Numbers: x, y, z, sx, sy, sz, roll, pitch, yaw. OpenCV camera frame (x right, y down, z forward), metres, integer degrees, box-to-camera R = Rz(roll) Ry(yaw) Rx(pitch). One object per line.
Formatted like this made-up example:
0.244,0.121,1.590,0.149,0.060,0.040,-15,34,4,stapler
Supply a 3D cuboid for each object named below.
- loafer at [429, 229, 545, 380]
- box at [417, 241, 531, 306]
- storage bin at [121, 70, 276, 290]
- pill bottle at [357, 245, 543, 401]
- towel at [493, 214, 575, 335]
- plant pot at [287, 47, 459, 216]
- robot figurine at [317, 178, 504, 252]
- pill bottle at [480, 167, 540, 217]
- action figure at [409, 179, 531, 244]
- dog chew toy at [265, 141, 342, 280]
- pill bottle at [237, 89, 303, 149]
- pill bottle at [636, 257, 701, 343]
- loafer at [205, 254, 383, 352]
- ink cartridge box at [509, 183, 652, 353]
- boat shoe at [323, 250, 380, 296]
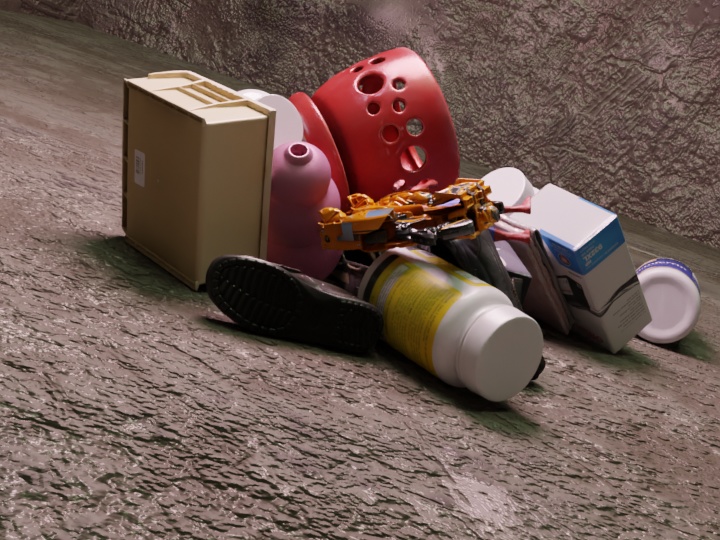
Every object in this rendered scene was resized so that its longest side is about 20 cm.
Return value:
0.162,0.031,1.336,0.072,0.201,0.073,-34,8,-21,loafer
0.125,0.015,1.473,0.131,0.116,0.200,16,12,-6,box
-0.196,-0.108,1.344,0.093,0.202,0.198,-13,29,-37,storage bin
0.095,0.056,1.257,0.114,0.115,0.200,7,16,-40,pill bottle
0.210,-0.016,1.648,0.191,0.032,0.201,33,-22,50,towel
0.007,-0.163,1.498,0.181,0.202,0.200,-22,24,-11,plant pot
0.059,-0.060,1.290,0.198,0.059,0.145,-6,14,29,robot figurine
0.249,-0.055,1.754,0.113,0.113,0.200,33,-13,51,pill bottle
0.104,-0.072,1.406,0.198,0.066,0.099,2,22,5,action figure
-0.076,-0.070,1.370,0.123,0.201,0.125,3,50,-4,dog chew toy
-0.155,-0.157,1.447,0.112,0.114,0.199,8,-11,-35,pill bottle
0.478,0.042,1.839,0.115,0.117,0.200,20,12,12,pill bottle
-0.075,0.036,1.241,0.199,0.074,0.071,23,5,-18,loafer
0.307,-0.002,1.620,0.145,0.084,0.201,33,-23,51,ink cartridge box
0.000,0.000,1.463,0.074,0.074,0.200,13,13,-20,boat shoe
